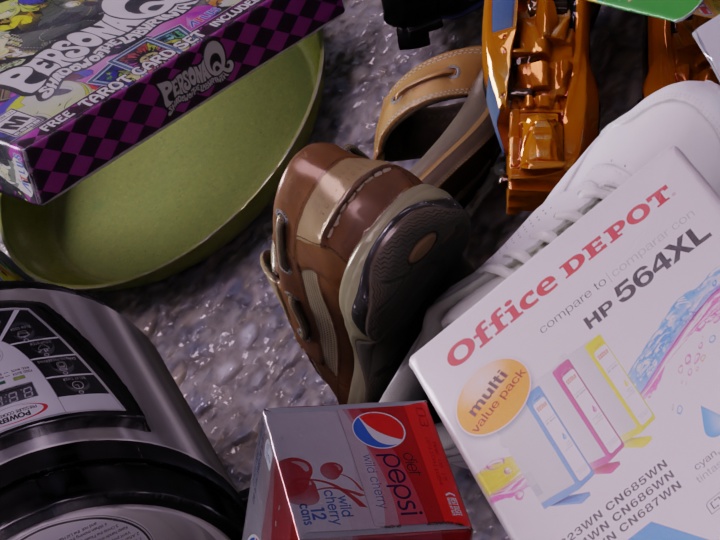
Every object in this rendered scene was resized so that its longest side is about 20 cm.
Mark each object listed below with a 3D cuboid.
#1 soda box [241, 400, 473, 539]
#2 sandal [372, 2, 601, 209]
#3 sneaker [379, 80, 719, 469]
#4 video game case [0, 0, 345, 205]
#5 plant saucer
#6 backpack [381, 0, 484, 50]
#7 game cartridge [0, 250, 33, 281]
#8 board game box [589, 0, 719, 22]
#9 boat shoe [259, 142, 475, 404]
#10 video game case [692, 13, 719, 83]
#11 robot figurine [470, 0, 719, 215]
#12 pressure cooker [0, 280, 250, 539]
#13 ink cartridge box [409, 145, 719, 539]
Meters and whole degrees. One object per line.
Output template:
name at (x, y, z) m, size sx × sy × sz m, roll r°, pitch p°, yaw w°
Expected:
soda box at (-0.011, 0.144, 0.923) m, size 0.063 × 0.201 × 0.070 m, roll -3°, pitch 40°, yaw -15°
sandal at (0.042, -0.074, 1.145) m, size 0.054 × 0.080 × 0.200 m, roll 33°, pitch 71°, yaw 10°
sneaker at (0.079, 0.010, 0.996) m, size 0.078 × 0.099 × 0.200 m, roll 44°, pitch 113°, yaw 17°
video game case at (-0.138, -0.110, 1.254) m, size 0.200 × 0.036 × 0.181 m, roll -35°, pitch 35°, yaw -30°
plant saucer at (-0.096, -0.066, 1.294) m, size 0.199 × 0.031 × 0.201 m, roll -21°, pitch 45°, yaw 22°
backpack at (0.047, -0.242, 1.207) m, size 0.199 × 0.191 × 0.154 m, roll -33°, pitch 29°, yaw 11°
game cartridge at (-0.183, 0.012, 1.219) m, size 0.041 × 0.133 × 0.200 m, roll -51°, pitch 41°, yaw 2°
board game box at (0.178, -0.169, 1.028) m, size 0.200 × 0.030 × 0.095 m, roll -43°, pitch 25°, yaw -9°
boat shoe at (0.000, 0.000, 1.038) m, size 0.074 × 0.200 × 0.076 m, roll 39°, pitch 72°, yaw 13°
video game case at (0.233, -0.071, 0.877) m, size 0.199 × 0.045 × 0.182 m, roll -32°, pitch 40°, yaw 13°
robot figurine at (0.113, -0.120, 1.097) m, size 0.144 × 0.058 × 0.201 m, roll 2°, pitch 67°, yaw -1°
pressure cooker at (-0.128, 0.121, 1.054) m, size 0.176 × 0.178 × 0.200 m, roll -55°, pitch 38°, yaw 17°
ink cartridge box at (0.118, 0.068, 0.884) m, size 0.128 × 0.125 × 0.200 m, roll -38°, pitch 41°, yaw 6°
